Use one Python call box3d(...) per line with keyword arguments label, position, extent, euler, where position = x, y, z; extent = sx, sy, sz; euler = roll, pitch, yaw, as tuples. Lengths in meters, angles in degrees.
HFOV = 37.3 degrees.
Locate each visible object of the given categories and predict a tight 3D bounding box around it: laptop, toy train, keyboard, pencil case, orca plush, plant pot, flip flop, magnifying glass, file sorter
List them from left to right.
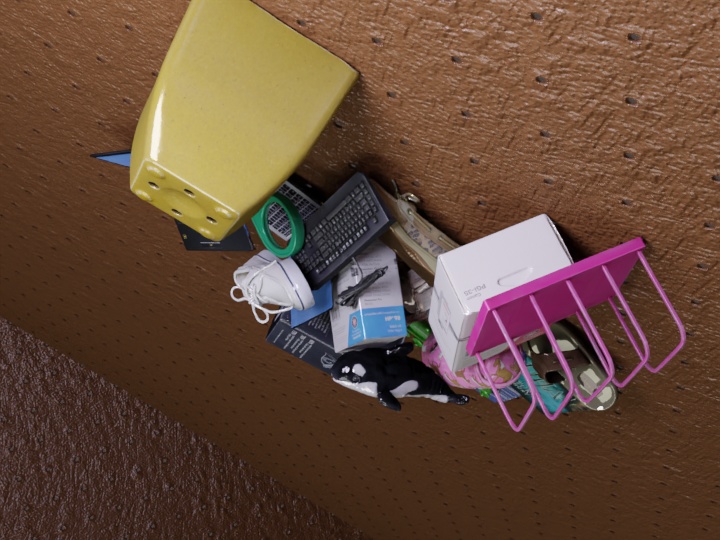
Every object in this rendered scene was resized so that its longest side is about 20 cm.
box3d(label="laptop", position=(-0.272, -0.099, 1.546), extent=(0.176, 0.103, 0.203), euler=(2, 119, 47))
box3d(label="plant pot", position=(-0.149, -0.152, 1.165), extent=(0.194, 0.202, 0.194), euler=(30, 158, -12))
box3d(label="magnifying glass", position=(-0.139, -0.093, 1.418), extent=(0.200, 0.022, 0.080), euler=(43, 133, 30))
box3d(label="laptop", position=(-0.119, -0.035, 1.488), extent=(0.199, 0.117, 0.187), euler=(36, 158, -11))
box3d(label="keyboard", position=(-0.019, -0.025, 1.333), extent=(0.128, 0.020, 0.200), euler=(56, 139, 6))
box3d(label="orca plush", position=(0.061, 0.135, 1.436), extent=(0.197, 0.106, 0.072), euler=(22, 117, -12))
box3d(label="toy train", position=(0.133, 0.121, 1.617), extent=(0.199, 0.042, 0.057), euler=(37, 165, 23))
box3d(label="pencil case", position=(0.152, 0.117, 1.475), extent=(0.200, 0.085, 0.084), euler=(-12, 97, 70))
box3d(label="flip flop", position=(0.276, 0.132, 1.467), extent=(0.200, 0.058, 0.081), euler=(43, 128, -13))
box3d(label="file sorter", position=(0.240, 0.079, 1.194), extent=(0.139, 0.197, 0.127), euler=(97, 150, -65))

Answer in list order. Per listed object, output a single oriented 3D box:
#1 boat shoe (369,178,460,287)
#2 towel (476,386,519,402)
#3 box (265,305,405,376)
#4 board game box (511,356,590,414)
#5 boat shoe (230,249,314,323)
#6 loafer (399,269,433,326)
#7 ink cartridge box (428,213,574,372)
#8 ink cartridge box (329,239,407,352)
box3d(label="boat shoe", position=(0.064, -0.053, 1.349), extent=(0.200, 0.063, 0.073), euler=(45, 166, -24))
box3d(label="towel", position=(0.210, 0.155, 1.709), extent=(0.144, 0.024, 0.200), euler=(32, 156, -9))
box3d(label="box", position=(-0.039, 0.100, 1.745), extent=(0.198, 0.105, 0.148), euler=(28, 158, -6))
box3d(label="board game box", position=(0.257, 0.144, 1.579), extent=(0.199, 0.028, 0.135), euler=(40, 151, -21))
box3d(label="boat shoe", position=(-0.130, 0.023, 1.425), extent=(0.202, 0.085, 0.075), euler=(28, 144, 63))
box3d(label="loafer", position=(0.064, 0.042, 1.478), extent=(0.062, 0.073, 0.200), euler=(-11, 164, -37))
box3d(label="ink cartridge box", position=(0.166, 0.031, 1.286), extent=(0.201, 0.145, 0.084), euler=(90, 157, -66))
box3d(label="ink cartridge box", position=(0.000, 0.000, 1.434), extent=(0.066, 0.204, 0.116), euler=(-4, 169, -22))
